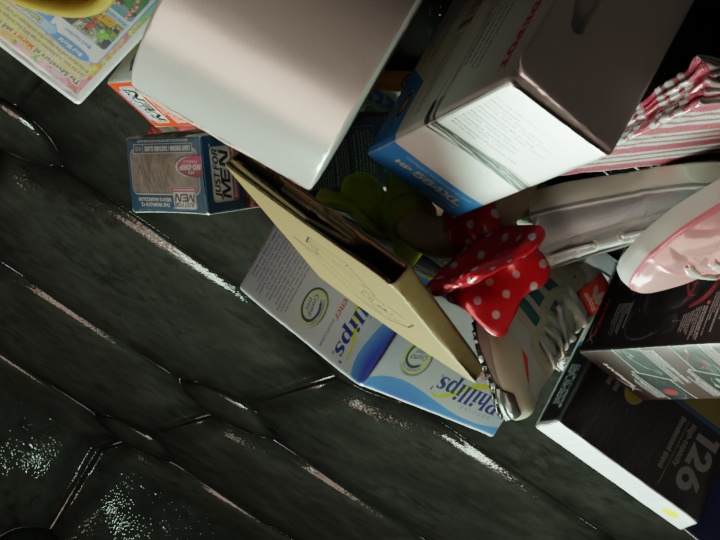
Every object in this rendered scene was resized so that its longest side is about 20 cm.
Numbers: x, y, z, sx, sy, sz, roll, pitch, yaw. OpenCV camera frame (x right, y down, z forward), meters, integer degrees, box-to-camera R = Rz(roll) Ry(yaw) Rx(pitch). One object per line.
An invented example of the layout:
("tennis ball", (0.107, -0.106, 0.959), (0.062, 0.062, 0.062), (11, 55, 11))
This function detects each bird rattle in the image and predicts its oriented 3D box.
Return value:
("bird rattle", (0.067, -0.055, 1.239), (0.113, 0.163, 0.200), (31, 172, -33))

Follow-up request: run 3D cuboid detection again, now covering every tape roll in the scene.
("tape roll", (-0.041, -0.172, 1.126), (0.139, 0.203, 0.203), (29, 160, -2))

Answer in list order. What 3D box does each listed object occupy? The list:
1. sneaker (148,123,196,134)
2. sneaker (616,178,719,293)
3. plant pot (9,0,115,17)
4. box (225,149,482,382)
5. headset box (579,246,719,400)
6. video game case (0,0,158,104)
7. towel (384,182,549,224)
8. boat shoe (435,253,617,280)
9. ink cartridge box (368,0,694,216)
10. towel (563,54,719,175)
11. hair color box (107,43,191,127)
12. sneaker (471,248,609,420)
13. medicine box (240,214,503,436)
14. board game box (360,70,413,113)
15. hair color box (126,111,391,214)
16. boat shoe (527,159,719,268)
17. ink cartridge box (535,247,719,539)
("sneaker", (-0.078, -0.117, 1.491), (0.200, 0.087, 0.074), (16, -163, -27))
("sneaker", (0.263, -0.013, 1.096), (0.200, 0.105, 0.075), (-33, 163, 25))
("plant pot", (-0.191, -0.291, 1.064), (0.200, 0.189, 0.201), (25, 159, 11))
("box", (0.000, 0.000, 1.228), (0.163, 0.021, 0.200), (36, 172, 28))
("headset box", (0.267, 0.010, 1.220), (0.075, 0.149, 0.200), (36, 158, -23))
("video game case", (-0.229, -0.246, 1.280), (0.200, 0.182, 0.024), (38, -158, -24))
("towel", (0.093, -0.058, 1.411), (0.200, 0.035, 0.132), (7, 163, 44))
("boat shoe", (0.130, 0.001, 1.496), (0.200, 0.065, 0.074), (13, 155, 38))
("ink cartridge box", (0.108, -0.129, 1.106), (0.084, 0.146, 0.200), (36, 159, -16))
("towel", (0.222, -0.100, 1.093), (0.146, 0.030, 0.200), (-7, 172, -23))
("hair color box", (-0.095, -0.172, 1.327), (0.200, 0.111, 0.064), (5, 149, 49))
("sneaker", (0.138, 0.030, 1.284), (0.093, 0.200, 0.071), (-11, 122, 15))
("medicine box", (0.029, 0.039, 1.523), (0.182, 0.103, 0.200), (24, -172, -44))
("board game box", (0.052, -0.121, 1.375), (0.200, 0.030, 0.096), (5, 148, 43))
("hair color box", (-0.069, -0.084, 1.330), (0.200, 0.061, 0.100), (-11, -171, -40))
("boat shoe", (0.212, -0.036, 1.206), (0.200, 0.072, 0.070), (-8, 180, 34))
("ink cartridge box", (0.259, 0.089, 1.345), (0.200, 0.198, 0.047), (34, 160, -15))
